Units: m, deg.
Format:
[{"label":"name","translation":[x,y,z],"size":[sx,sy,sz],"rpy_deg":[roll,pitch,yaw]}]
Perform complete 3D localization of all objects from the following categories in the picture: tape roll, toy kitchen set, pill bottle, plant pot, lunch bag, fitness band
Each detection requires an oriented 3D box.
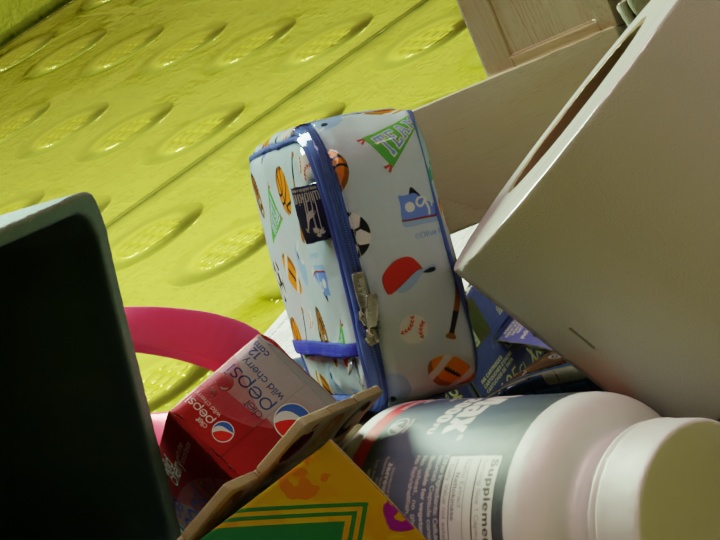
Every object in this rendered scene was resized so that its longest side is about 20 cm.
[{"label":"tape roll","translation":[0.157,-0.037,1.281],"size":[0.203,0.139,0.203],"rpy_deg":[-51,2,2]},{"label":"toy kitchen set","translation":[0.111,-0.073,1.522],"size":[0.162,0.201,0.180],"rpy_deg":[-21,2,21]},{"label":"pill bottle","translation":[0.089,0.116,1.243],"size":[0.199,0.120,0.120],"rpy_deg":[-6,29,49]},{"label":"plant pot","translation":[-0.235,0.089,1.273],"size":[0.199,0.197,0.196],"rpy_deg":[-7,11,30]},{"label":"lunch bag","translation":[0.000,0.000,1.387],"size":[0.075,0.161,0.200],"rpy_deg":[-14,3,-10]},{"label":"fitness band","translation":[-0.129,0.059,1.432],"size":[0.200,0.143,0.038],"rpy_deg":[142,138,-58]}]

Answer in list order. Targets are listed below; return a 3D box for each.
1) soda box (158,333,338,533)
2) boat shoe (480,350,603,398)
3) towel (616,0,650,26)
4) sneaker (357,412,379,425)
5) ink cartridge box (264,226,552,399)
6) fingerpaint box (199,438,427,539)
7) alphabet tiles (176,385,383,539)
[{"label":"soda box","translation":[-0.065,0.108,1.374],"size":[0.070,0.063,0.200],"rpy_deg":[-41,-11,-23]},{"label":"boat shoe","translation":[0.122,0.072,1.414],"size":[0.199,0.073,0.072],"rpy_deg":[-22,12,-10]},{"label":"towel","translation":[0.192,-0.096,1.477],"size":[0.034,0.201,0.193],"rpy_deg":[-19,8,22]},{"label":"sneaker","translation":[0.001,0.125,1.431],"size":[0.079,0.076,0.200],"rpy_deg":[-38,7,18]},{"label":"ink cartridge box","translation":[0.040,0.038,1.601],"size":[0.199,0.077,0.137],"rpy_deg":[-16,23,39]},{"label":"fingerpaint box","translation":[-0.081,0.189,1.203],"size":[0.167,0.073,0.200],"rpy_deg":[-34,-14,-47]},{"label":"alphabet tiles","translation":[-0.068,0.134,1.266],"size":[0.200,0.006,0.166],"rpy_deg":[-50,-12,18]}]
